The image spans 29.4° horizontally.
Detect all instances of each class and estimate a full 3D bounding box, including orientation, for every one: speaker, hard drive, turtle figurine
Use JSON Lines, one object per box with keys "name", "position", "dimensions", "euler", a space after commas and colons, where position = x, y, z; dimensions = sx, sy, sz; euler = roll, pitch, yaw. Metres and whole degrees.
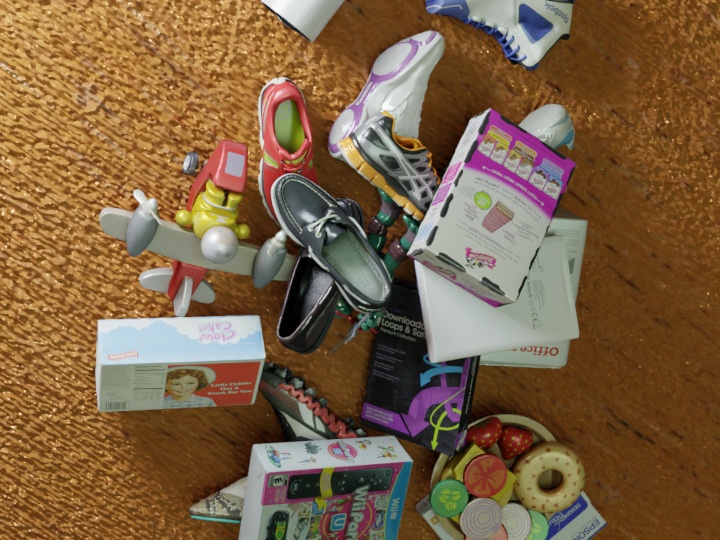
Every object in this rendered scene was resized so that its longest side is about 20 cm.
{"name": "speaker", "position": [-0.030, -0.373, 1.637], "dimensions": [0.081, 0.081, 0.200], "euler": [36, 93, -20]}
{"name": "hard drive", "position": [0.170, 0.034, 1.703], "dimensions": [0.199, 0.025, 0.133], "euler": [-8, 88, -20]}
{"name": "turtle figurine", "position": [0.000, 0.000, 1.736], "dimensions": [0.150, 0.101, 0.200], "euler": [43, 105, 21]}

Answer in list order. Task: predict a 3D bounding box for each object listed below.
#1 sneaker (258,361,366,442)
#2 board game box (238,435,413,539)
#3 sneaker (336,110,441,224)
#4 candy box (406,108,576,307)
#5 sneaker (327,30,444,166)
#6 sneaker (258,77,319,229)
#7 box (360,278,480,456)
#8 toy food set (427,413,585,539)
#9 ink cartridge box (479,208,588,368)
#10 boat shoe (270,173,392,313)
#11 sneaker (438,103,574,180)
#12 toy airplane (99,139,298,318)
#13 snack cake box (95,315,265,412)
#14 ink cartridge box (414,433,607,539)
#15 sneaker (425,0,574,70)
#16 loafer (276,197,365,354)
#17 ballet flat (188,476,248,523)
{"name": "sneaker", "position": [-0.073, 0.203, 1.780], "dimensions": [0.200, 0.071, 0.098], "euler": [43, 89, -21]}
{"name": "board game box", "position": [-0.045, 0.294, 1.749], "dimensions": [0.199, 0.064, 0.148], "euler": [-2, 116, -25]}
{"name": "sneaker", "position": [0.063, -0.119, 1.681], "dimensions": [0.077, 0.078, 0.200], "euler": [-48, 128, 8]}
{"name": "candy box", "position": [0.160, -0.075, 1.667], "dimensions": [0.136, 0.061, 0.201], "euler": [31, 72, -14]}
{"name": "sneaker", "position": [0.045, -0.208, 1.714], "dimensions": [0.099, 0.075, 0.200], "euler": [34, 99, -33]}
{"name": "sneaker", "position": [-0.089, -0.134, 1.682], "dimensions": [0.077, 0.085, 0.201], "euler": [-13, 106, -9]}
{"name": "box", "position": [0.081, 0.124, 1.774], "dimensions": [0.142, 0.036, 0.201], "euler": [15, 102, 28]}
{"name": "toy food set", "position": [0.189, 0.291, 1.839], "dimensions": [0.200, 0.049, 0.198], "euler": [37, 92, -19]}
{"name": "ink cartridge box", "position": [0.204, 0.018, 1.797], "dimensions": [0.146, 0.083, 0.201], "euler": [4, 103, -15]}
{"name": "boat shoe", "position": [-0.029, -0.037, 1.626], "dimensions": [0.076, 0.060, 0.200], "euler": [-43, 92, -13]}
{"name": "sneaker", "position": [0.187, -0.140, 1.761], "dimensions": [0.199, 0.072, 0.073], "euler": [-29, 117, -2]}
{"name": "toy airplane", "position": [-0.188, -0.033, 1.651], "dimensions": [0.199, 0.141, 0.200], "euler": [-29, 116, -10]}
{"name": "snack cake box", "position": [-0.224, 0.114, 1.691], "dimensions": [0.199, 0.067, 0.115], "euler": [-1, 144, -14]}
{"name": "ink cartridge box", "position": [0.210, 0.340, 1.904], "dimensions": [0.197, 0.047, 0.200], "euler": [-39, 111, -4]}
{"name": "sneaker", "position": [0.184, -0.307, 1.709], "dimensions": [0.198, 0.081, 0.116], "euler": [-3, 103, -15]}
{"name": "loafer", "position": [-0.050, 0.004, 1.672], "dimensions": [0.072, 0.063, 0.201], "euler": [18, 88, 25]}
{"name": "ballet flat", "position": [-0.129, 0.313, 1.806], "dimensions": [0.199, 0.068, 0.076], "euler": [21, 77, -24]}
